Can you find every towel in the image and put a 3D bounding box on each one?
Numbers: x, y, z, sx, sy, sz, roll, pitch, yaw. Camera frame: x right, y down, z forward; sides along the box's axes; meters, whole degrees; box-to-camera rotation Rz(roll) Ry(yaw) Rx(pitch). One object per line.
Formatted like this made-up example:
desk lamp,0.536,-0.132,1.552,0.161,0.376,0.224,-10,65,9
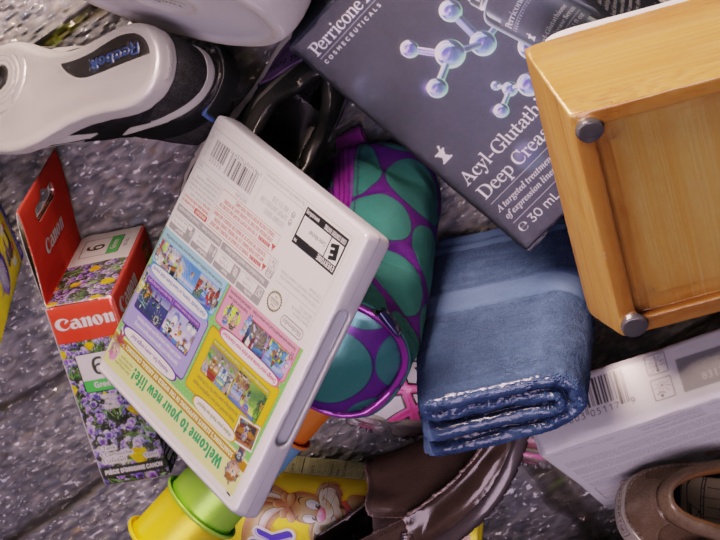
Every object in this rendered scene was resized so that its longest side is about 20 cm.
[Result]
towel,0.092,0.038,1.593,0.111,0.200,0.049,-12,119,13

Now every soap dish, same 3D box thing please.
soap dish,0.192,-0.060,1.487,0.157,0.081,0.201,-15,127,4

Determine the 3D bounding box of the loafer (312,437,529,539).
loafer,0.034,0.146,1.640,0.071,0.073,0.200,37,109,-12

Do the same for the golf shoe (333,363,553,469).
golf shoe,0.052,0.068,1.693,0.199,0.073,0.093,10,101,-4

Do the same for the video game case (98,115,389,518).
video game case,-0.074,0.023,1.528,0.022,0.200,0.183,19,102,-36

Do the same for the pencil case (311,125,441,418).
pencil case,0.000,0.000,1.589,0.085,0.200,0.093,-25,116,22

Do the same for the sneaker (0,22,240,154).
sneaker,-0.161,-0.104,1.633,0.199,0.112,0.073,-5,77,40

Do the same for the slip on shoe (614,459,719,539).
slip on shoe,0.263,0.153,1.661,0.199,0.076,0.061,7,159,-23

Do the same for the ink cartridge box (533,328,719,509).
ink cartridge box,0.205,0.094,1.642,0.162,0.200,0.057,-19,75,12

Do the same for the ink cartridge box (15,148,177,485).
ink cartridge box,-0.163,0.026,1.673,0.050,0.109,0.201,-10,114,12

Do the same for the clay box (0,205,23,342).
clay box,-0.263,-0.012,1.615,0.047,0.200,0.115,-20,113,6

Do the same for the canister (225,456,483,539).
canister,-0.017,0.198,1.751,0.199,0.087,0.149,5,116,3

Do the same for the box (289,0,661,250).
box,0.082,-0.141,1.561,0.200,0.107,0.148,39,114,-11

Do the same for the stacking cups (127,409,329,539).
stacking cups,-0.069,0.110,1.650,0.060,0.061,0.200,37,104,-11

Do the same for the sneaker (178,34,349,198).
sneaker,-0.068,-0.064,1.628,0.075,0.088,0.201,27,116,-6

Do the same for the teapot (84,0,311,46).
teapot,-0.107,-0.231,1.523,0.199,0.197,0.147,23,79,-39
